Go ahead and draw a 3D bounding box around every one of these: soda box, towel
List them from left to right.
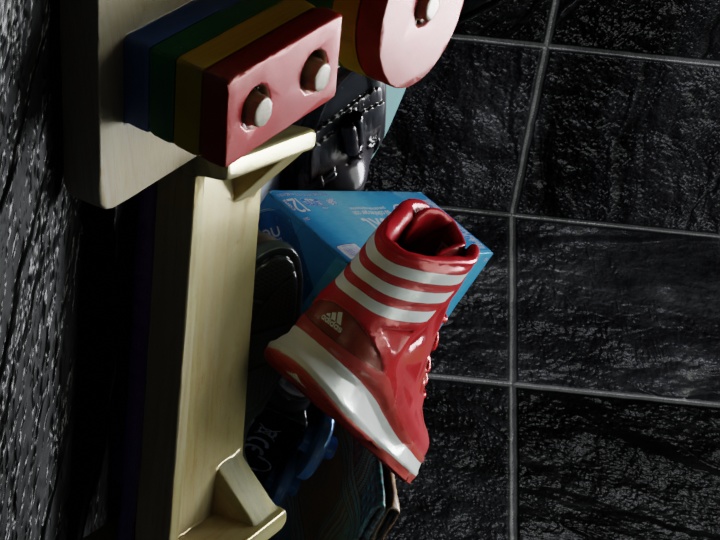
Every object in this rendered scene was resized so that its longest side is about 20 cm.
[{"bbox_3d":[-0.031,0.159,0.978,0.147,0.021,0.201,-100,-149,-50],"label":"towel"},{"bbox_3d":[0.000,0.000,0.904,0.068,0.064,0.199,-55,160,17],"label":"soda box"}]

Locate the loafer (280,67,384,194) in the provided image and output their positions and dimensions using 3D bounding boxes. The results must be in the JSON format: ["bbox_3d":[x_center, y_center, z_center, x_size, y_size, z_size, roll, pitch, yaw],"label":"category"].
[{"bbox_3d":[-0.014,-0.057,0.939,0.063,0.072,0.201,48,-28,18],"label":"loafer"}]

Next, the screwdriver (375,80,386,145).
[{"bbox_3d":[-0.005,-0.048,1.019,0.028,0.029,0.201,56,-31,39],"label":"screwdriver"}]

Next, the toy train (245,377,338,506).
[{"bbox_3d":[-0.066,0.088,0.975,0.200,0.086,0.115,125,-16,-50],"label":"toy train"}]

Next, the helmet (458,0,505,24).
[{"bbox_3d":[0.002,-0.235,0.910,0.200,0.198,0.193,102,-32,-83],"label":"helmet"}]

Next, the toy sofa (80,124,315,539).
[{"bbox_3d":[-0.085,0.029,0.703,0.083,0.097,0.202,-29,128,-61],"label":"toy sofa"}]

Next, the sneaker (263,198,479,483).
[{"bbox_3d":[0.028,0.037,0.821,0.116,0.078,0.200,-50,165,-4],"label":"sneaker"}]

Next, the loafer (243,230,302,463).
[{"bbox_3d":[-0.085,0.062,0.811,0.071,0.063,0.202,-13,129,-44],"label":"loafer"}]

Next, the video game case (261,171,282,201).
[{"bbox_3d":[-0.078,-0.011,0.868,0.201,0.019,0.144,105,10,-55],"label":"video game case"}]

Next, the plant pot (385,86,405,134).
[{"bbox_3d":[-0.040,-0.145,1.075,0.142,0.140,0.202,96,10,-56],"label":"plant pot"}]

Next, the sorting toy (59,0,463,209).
[{"bbox_3d":[-0.019,-0.140,0.589,0.198,0.069,0.202,-38,143,-45],"label":"sorting toy"}]
